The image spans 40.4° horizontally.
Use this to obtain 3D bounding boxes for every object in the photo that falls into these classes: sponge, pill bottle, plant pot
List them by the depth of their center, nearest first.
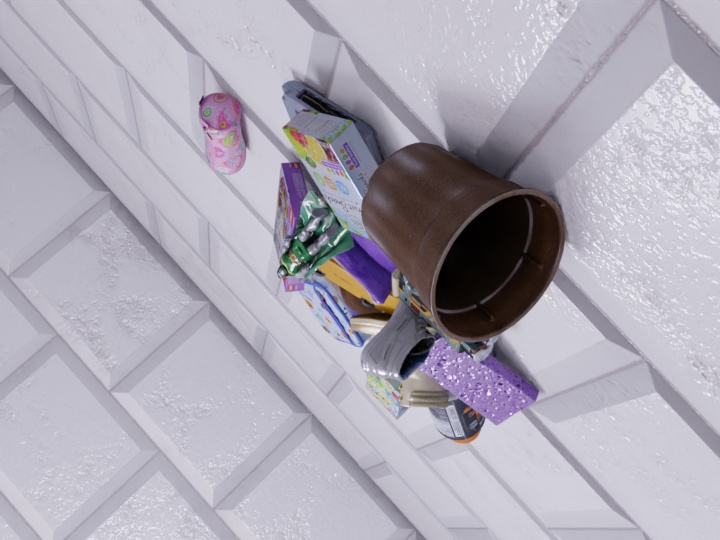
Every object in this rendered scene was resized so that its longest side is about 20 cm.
[{"bbox_3d":[0.111,-0.051,1.200,0.198,0.199,0.201,43,165,43],"label":"plant pot"},{"bbox_3d":[0.188,0.176,1.626,0.199,0.030,0.111,36,139,-12],"label":"sponge"},{"bbox_3d":[0.179,0.250,1.847,0.106,0.106,0.201,36,160,36],"label":"pill bottle"}]

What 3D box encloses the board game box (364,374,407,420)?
[{"bbox_3d":[0.080,0.217,2.034,0.103,0.105,0.200,44,163,16],"label":"board game box"}]

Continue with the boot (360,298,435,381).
[{"bbox_3d":[0.091,0.102,1.594,0.095,0.201,0.074,12,144,43],"label":"boot"}]

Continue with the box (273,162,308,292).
[{"bbox_3d":[-0.124,-0.078,1.790,0.201,0.039,0.138,102,159,-48],"label":"box"}]

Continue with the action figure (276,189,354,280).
[{"bbox_3d":[-0.095,-0.037,1.664,0.119,0.054,0.200,55,143,9],"label":"action figure"}]

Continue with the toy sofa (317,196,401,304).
[{"bbox_3d":[0.002,-0.044,1.645,0.200,0.097,0.083,44,164,17],"label":"toy sofa"}]

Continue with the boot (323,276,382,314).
[{"bbox_3d":[-0.043,0.003,1.870,0.201,0.070,0.146,55,168,-19],"label":"boot"}]

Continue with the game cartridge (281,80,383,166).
[{"bbox_3d":[-0.037,-0.201,1.497,0.199,0.041,0.134,38,157,34],"label":"game cartridge"}]

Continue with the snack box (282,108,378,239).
[{"bbox_3d":[-0.019,-0.136,1.442,0.142,0.053,0.201,27,155,54],"label":"snack box"}]

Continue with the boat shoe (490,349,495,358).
[{"bbox_3d":[0.180,0.127,1.634,0.073,0.063,0.201,38,160,38],"label":"boat shoe"}]

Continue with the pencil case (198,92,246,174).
[{"bbox_3d":[-0.264,-0.260,1.873,0.087,0.087,0.200,44,165,12],"label":"pencil case"}]

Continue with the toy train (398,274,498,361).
[{"bbox_3d":[0.137,0.055,1.522,0.200,0.085,0.114,44,156,24],"label":"toy train"}]

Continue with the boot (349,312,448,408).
[{"bbox_3d":[0.069,0.158,1.721,0.198,0.158,0.073,7,-169,21],"label":"boot"}]

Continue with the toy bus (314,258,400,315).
[{"bbox_3d":[0.000,0.000,1.713,0.199,0.078,0.065,32,153,15],"label":"toy bus"}]

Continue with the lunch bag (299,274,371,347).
[{"bbox_3d":[-0.055,0.072,2.116,0.201,0.076,0.160,55,161,-26],"label":"lunch bag"}]
